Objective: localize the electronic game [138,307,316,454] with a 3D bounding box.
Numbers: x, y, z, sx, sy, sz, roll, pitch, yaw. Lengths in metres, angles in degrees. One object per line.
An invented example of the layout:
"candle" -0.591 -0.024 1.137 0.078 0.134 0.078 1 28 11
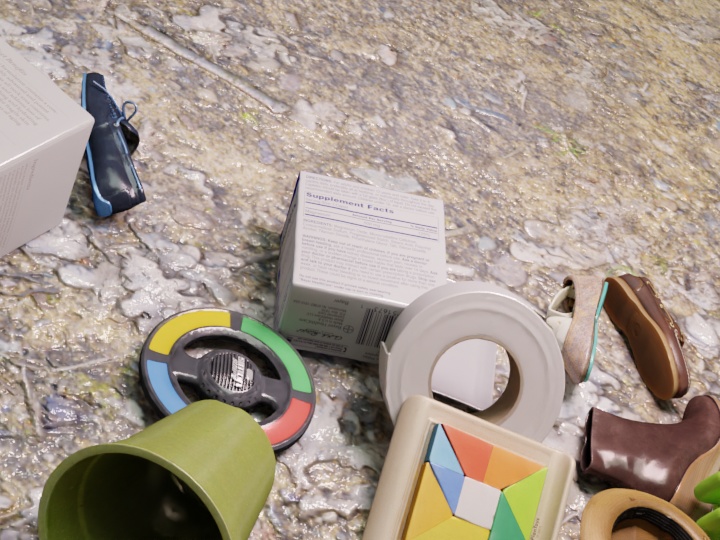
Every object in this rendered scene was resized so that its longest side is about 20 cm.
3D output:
"electronic game" -0.141 0.118 1.647 0.197 0.042 0.201 16 41 -14

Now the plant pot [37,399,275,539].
"plant pot" -0.170 0.214 1.439 0.199 0.201 0.190 33 27 6

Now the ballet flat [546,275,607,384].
"ballet flat" 0.262 0.070 1.908 0.066 0.069 0.201 16 32 5

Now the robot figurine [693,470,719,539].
"robot figurine" 0.477 0.278 1.729 0.197 0.116 0.178 14 61 -13

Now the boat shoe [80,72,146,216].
"boat shoe" -0.293 -0.148 1.820 0.068 0.084 0.202 -8 63 -11

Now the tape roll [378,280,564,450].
"tape roll" 0.119 0.116 1.672 0.200 0.205 0.071 21 7 -8

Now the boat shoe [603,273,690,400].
"boat shoe" 0.379 0.080 1.960 0.069 0.071 0.201 0 47 -24

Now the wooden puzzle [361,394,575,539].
"wooden puzzle" 0.115 0.245 1.601 0.198 0.037 0.187 20 70 -6

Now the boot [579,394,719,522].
"boot" 0.347 0.194 1.818 0.165 0.073 0.201 27 44 -7

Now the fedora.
"fedora" 0.304 0.328 1.647 0.198 0.082 0.202 19 35 -14

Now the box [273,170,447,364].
"box" 0.000 0.000 1.788 0.181 0.106 0.201 11 42 -9

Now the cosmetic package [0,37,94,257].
"cosmetic package" -0.423 -0.119 1.639 0.167 0.167 0.200 39 42 14

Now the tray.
"tray" 0.112 0.088 1.838 0.106 0.022 0.201 21 40 -8
